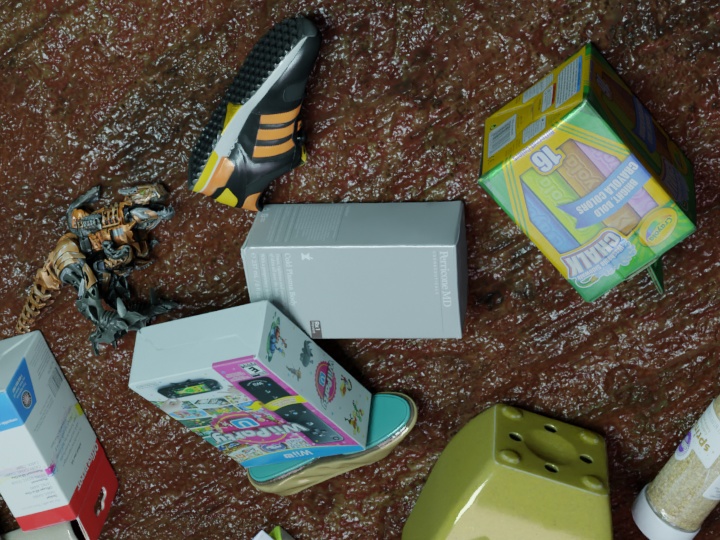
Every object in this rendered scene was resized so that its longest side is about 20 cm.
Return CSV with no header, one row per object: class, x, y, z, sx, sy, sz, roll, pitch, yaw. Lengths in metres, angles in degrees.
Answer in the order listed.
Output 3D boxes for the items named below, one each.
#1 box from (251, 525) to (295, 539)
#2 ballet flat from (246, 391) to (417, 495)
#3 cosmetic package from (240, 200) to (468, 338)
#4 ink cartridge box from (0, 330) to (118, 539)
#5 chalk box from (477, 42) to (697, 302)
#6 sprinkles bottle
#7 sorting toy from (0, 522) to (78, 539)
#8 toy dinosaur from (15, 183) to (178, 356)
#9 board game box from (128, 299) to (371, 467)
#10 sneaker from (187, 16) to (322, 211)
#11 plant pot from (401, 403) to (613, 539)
box,-0.074,0.368,1.697,0.122,0.048,0.200,-45,106,8
ballet flat,-0.021,0.176,1.600,0.198,0.069,0.063,-21,143,22
cosmetic package,0.000,0.000,1.470,0.198,0.090,0.108,0,122,13
ink cartridge box,-0.324,0.178,1.603,0.067,0.117,0.201,-15,116,16
chalk box,0.212,-0.069,1.378,0.123,0.125,0.200,-36,110,25
sprinkles bottle,0.341,0.180,1.534,0.068,0.068,0.201,27,120,-7
sorting toy,-0.337,0.375,1.725,0.184,0.036,0.201,-21,102,32
toy dinosaur,-0.248,0.000,1.519,0.200,0.102,0.136,-37,86,40
board game box,-0.100,0.112,1.502,0.146,0.065,0.200,-12,146,28
sneaker,-0.075,-0.136,1.422,0.089,0.070,0.200,25,122,-24
plant pot,0.152,0.249,1.539,0.193,0.195,0.202,16,115,-1
